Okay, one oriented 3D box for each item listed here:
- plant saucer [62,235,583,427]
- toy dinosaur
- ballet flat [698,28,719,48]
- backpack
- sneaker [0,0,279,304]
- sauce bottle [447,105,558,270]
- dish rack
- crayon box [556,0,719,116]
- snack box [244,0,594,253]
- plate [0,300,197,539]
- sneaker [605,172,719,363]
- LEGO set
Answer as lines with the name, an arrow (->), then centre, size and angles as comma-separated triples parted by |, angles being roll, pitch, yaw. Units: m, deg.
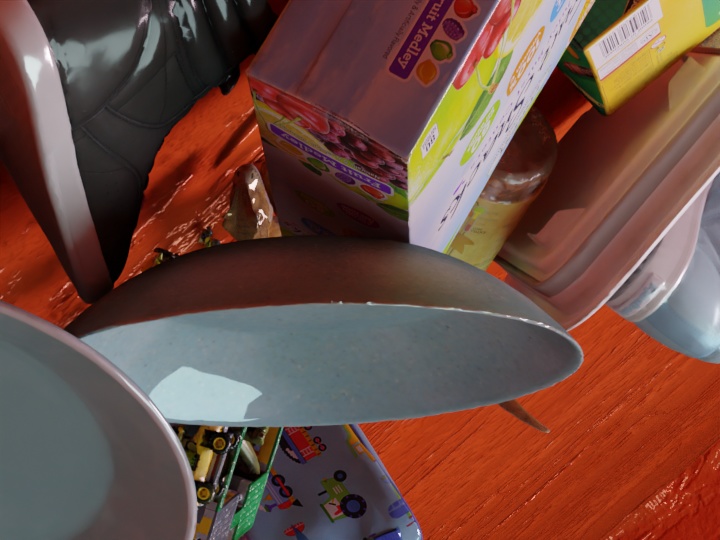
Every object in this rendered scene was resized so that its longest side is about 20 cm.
plant saucer -> -0.020, 0.020, 0.799 | 0.201, 0.039, 0.201 | -1, 165, 0
toy dinosaur -> 0.000, 0.000, 1.001 | 0.060, 0.106, 0.200 | -28, 136, 35
ballet flat -> 0.226, -0.129, 1.245 | 0.200, 0.071, 0.071 | -45, 163, 21
backpack -> -0.091, 0.149, 1.121 | 0.200, 0.183, 0.135 | -20, 150, -20
sneaker -> -0.074, -0.058, 0.751 | 0.099, 0.071, 0.200 | -30, 158, -15
sauce bottle -> 0.037, -0.013, 1.139 | 0.066, 0.066, 0.200 | -27, 159, -36
dish rack -> 0.130, -0.055, 1.137 | 0.172, 0.044, 0.200 | -50, -171, 1
crayon box -> 0.168, -0.167, 1.018 | 0.200, 0.058, 0.119 | -40, 165, 2
snack box -> 0.033, -0.091, 0.798 | 0.169, 0.068, 0.200 | -59, 172, -12
plate -> -0.153, 0.062, 0.772 | 0.200, 0.200, 0.026 | -54, -163, 43
sneaker -> 0.182, -0.021, 1.146 | 0.074, 0.082, 0.200 | -40, -165, 42
LEGO set -> -0.096, 0.051, 0.987 | 0.200, 0.116, 0.154 | -47, 155, -78
